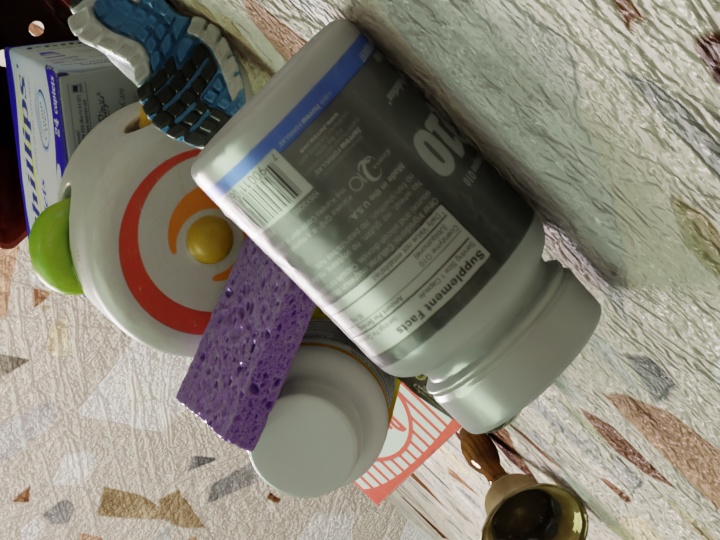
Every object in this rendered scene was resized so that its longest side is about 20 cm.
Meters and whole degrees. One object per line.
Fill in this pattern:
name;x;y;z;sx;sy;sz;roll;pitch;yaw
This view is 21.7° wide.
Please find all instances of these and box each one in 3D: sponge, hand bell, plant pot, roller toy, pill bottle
sponge;-0.063;0.017;1.299;0.030;0.201;0.112;22;-177;-24
hand bell;0.133;0.200;1.781;0.104;0.104;0.200;48;-175;-27
plant pot;-0.322;-0.176;1.716;0.200;0.200;0.176;47;-175;-22
roller toy;-0.126;-0.035;1.400;0.182;0.200;0.140;36;177;-24
pill bottle;0.021;-0.019;0.949;0.200;0.114;0.114;45;173;-9
pill bottle;-0.028;0.091;1.380;0.109;0.109;0.200;45;-162;-8

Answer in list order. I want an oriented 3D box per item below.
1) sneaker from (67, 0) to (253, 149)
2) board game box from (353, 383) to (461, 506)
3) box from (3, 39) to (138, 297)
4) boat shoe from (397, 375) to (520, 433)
sneaker;-0.119;-0.135;1.284;0.200;0.075;0.087;48;-176;41
board game box;-0.008;0.098;1.701;0.200;0.046;0.152;43;132;2
box;-0.214;-0.091;1.542;0.200;0.104;0.185;-152;55;-66
boat shoe;0.036;0.044;1.337;0.202;0.072;0.060;47;-161;-4
